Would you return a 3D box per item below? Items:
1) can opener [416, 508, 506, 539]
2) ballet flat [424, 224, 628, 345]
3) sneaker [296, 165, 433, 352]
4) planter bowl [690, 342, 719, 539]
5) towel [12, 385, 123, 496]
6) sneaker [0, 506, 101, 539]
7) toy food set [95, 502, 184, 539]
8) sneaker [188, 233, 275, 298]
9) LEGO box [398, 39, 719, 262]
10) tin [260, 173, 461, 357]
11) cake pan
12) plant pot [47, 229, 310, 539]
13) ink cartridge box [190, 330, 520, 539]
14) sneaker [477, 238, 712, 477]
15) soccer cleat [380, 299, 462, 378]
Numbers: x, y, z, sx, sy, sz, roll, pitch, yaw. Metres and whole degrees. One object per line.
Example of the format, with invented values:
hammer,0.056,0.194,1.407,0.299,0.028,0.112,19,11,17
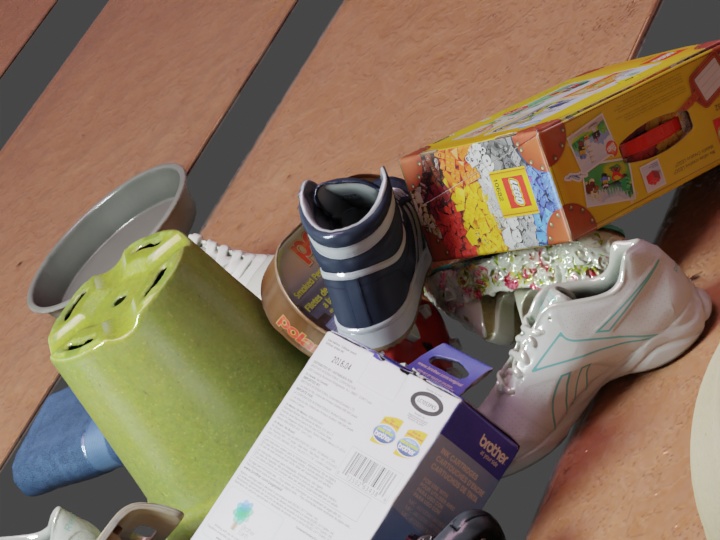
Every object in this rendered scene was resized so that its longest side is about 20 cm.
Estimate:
can opener,0.017,0.221,1.349,0.200,0.063,0.079,-42,23,-3
ballet flat,0.108,0.017,1.577,0.199,0.075,0.065,-18,65,53
sneaker,0.006,-0.040,1.594,0.069,0.109,0.201,-12,29,13
planter bowl,0.239,0.095,1.092,0.201,0.200,0.135,-52,-2,-26
towel,-0.195,0.122,1.887,0.199,0.049,0.112,-22,29,38
sneaker,-0.275,0.246,1.740,0.199,0.089,0.075,-37,24,12
toy food set,-0.197,0.258,1.604,0.201,0.060,0.144,-57,3,-24
sneaker,-0.119,0.013,1.920,0.199,0.081,0.077,-11,35,49
LEGO box,0.151,-0.082,1.570,0.199,0.078,0.148,-26,11,-36
tin,0.000,0.000,1.686,0.042,0.112,0.200,-50,-2,38
cake pan,-0.235,-0.021,2.223,0.200,0.037,0.201,-34,23,17
plant pot,-0.120,0.079,1.669,0.200,0.184,0.201,-33,24,17
ink cartridge box,0.004,0.128,1.434,0.136,0.076,0.201,25,80,46
sneaker,0.123,0.054,1.464,0.200,0.080,0.071,-40,24,8
soccer cleat,0.011,0.101,1.566,0.085,0.069,0.201,-21,38,36
